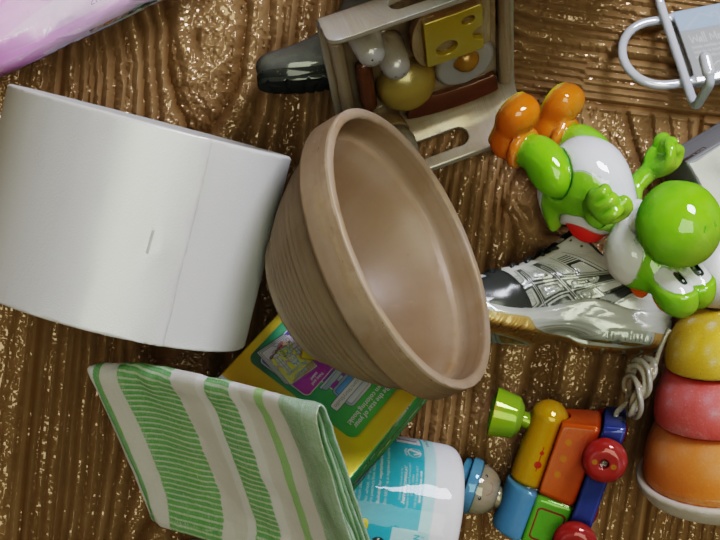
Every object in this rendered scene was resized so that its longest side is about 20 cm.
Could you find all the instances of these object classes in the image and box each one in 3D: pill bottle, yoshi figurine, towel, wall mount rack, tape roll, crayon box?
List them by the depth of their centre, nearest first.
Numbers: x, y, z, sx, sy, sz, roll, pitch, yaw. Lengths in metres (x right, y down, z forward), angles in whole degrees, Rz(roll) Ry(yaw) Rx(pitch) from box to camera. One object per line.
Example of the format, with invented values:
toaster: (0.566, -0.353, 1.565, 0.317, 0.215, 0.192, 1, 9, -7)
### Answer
towel: (-0.086, 0.132, 0.950, 0.023, 0.199, 0.153, -44, 130, -38)
tape roll: (-0.160, -0.036, 0.999, 0.201, 0.203, 0.140, 14, 95, -8)
yoshi figurine: (0.189, -0.061, 1.034, 0.112, 0.112, 0.200, -41, 67, 2)
crayon box: (-0.024, 0.085, 1.034, 0.118, 0.058, 0.200, 36, 56, 11)
pill bottle: (-0.029, 0.170, 1.081, 0.198, 0.111, 0.112, 11, 95, -7)
wall mount rack: (0.290, -0.216, 1.098, 0.198, 0.075, 0.175, -11, 69, -6)

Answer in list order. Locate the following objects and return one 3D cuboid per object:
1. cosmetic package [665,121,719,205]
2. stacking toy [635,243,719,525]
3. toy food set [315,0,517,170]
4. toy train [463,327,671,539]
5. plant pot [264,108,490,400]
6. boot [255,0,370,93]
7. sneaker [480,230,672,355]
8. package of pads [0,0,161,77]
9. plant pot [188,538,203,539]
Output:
cosmetic package: (0.325, -0.025, 1.115, 0.106, 0.090, 0.201, -28, 96, -3)
stacking toy: (0.271, 0.075, 1.073, 0.145, 0.146, 0.202, -10, 108, -5)
toy food set: (0.053, -0.133, 1.028, 0.143, 0.200, 0.061, -20, 64, -4)
toy train: (0.149, 0.117, 1.102, 0.115, 0.085, 0.201, 18, 106, 5)
plant pot: (0.000, 0.000, 0.978, 0.092, 0.201, 0.202, -24, 100, 25)
boot: (0.003, -0.212, 1.075, 0.199, 0.068, 0.132, -17, 91, -10)
sneaker: (0.141, 0.012, 1.113, 0.198, 0.076, 0.088, 7, 77, -8)
package of pads: (-0.204, -0.232, 1.035, 0.199, 0.076, 0.121, -27, 100, -3)
plant pot: (-0.151, 0.326, 1.051, 0.198, 0.177, 0.201, -10, 97, -6)
